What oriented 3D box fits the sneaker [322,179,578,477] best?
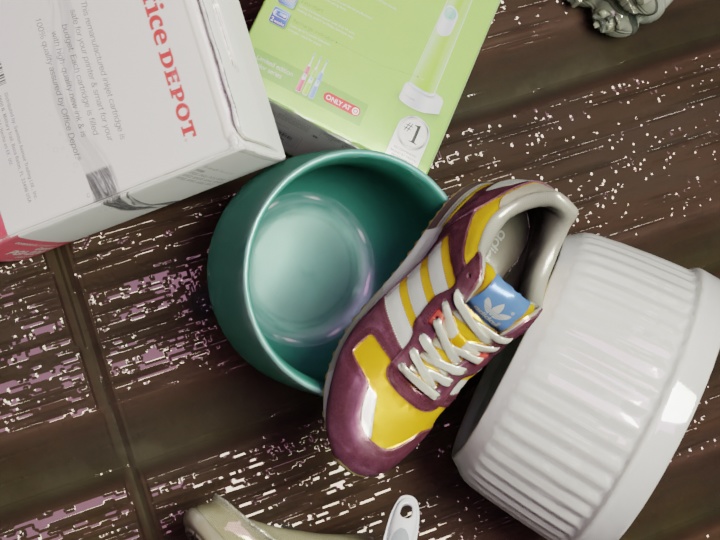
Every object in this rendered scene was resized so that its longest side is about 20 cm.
[{"bbox_3d":[0.050,0.030,0.741,0.075,0.090,0.201,35,78,-21],"label":"sneaker"}]

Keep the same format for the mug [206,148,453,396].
[{"bbox_3d":[-0.008,0.007,0.827,0.184,0.114,0.153,27,81,-23],"label":"mug"}]

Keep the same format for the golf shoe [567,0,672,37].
[{"bbox_3d":[0.170,-0.274,0.960,0.097,0.078,0.201,-35,95,-34],"label":"golf shoe"}]

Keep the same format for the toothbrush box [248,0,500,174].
[{"bbox_3d":[0.007,-0.170,0.884,0.145,0.086,0.201,25,76,-8],"label":"toothbrush box"}]

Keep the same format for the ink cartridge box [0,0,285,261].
[{"bbox_3d":[-0.163,-0.105,0.790,0.198,0.085,0.147,-19,84,16],"label":"ink cartridge box"}]

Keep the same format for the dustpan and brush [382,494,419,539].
[{"bbox_3d":[0.006,0.231,0.752,0.138,0.057,0.201,13,57,4],"label":"dustpan and brush"}]

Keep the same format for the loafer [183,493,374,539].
[{"bbox_3d":[-0.022,0.193,0.820,0.199,0.076,0.069,35,72,-15],"label":"loafer"}]

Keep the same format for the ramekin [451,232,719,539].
[{"bbox_3d":[0.138,0.072,0.818,0.104,0.200,0.201,27,74,3],"label":"ramekin"}]
